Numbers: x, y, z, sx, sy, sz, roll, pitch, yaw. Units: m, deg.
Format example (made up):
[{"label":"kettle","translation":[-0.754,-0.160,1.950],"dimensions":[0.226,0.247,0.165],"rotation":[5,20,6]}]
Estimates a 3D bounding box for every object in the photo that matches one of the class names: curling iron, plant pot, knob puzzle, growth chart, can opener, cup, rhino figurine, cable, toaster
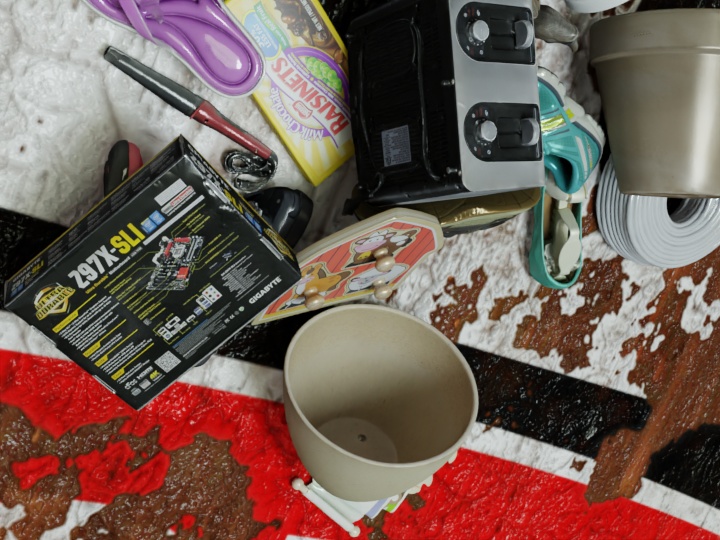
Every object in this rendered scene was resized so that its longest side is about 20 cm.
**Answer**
[{"label":"curling iron","translation":[-0.150,-0.136,0.916],"dimensions":[0.200,0.026,0.050],"rotation":[39,85,-34]},{"label":"plant pot","translation":[0.332,-0.165,1.047],"dimensions":[0.198,0.199,0.176],"rotation":[2,92,-30]},{"label":"knob puzzle","translation":[0.000,0.000,0.971],"dimensions":[0.217,0.031,0.220],"rotation":[-20,162,-7]},{"label":"growth chart","translation":[0.031,0.220,1.170],"dimensions":[0.200,0.018,0.145],"rotation":[-42,124,-8]},{"label":"can opener","translation":[-0.114,0.006,0.973],"dimensions":[0.078,0.063,0.201],"rotation":[31,93,-35]},{"label":"cup","translation":[0.006,0.156,1.045],"dimensions":[0.198,0.201,0.144],"rotation":[-9,140,-26]},{"label":"rhino figurine","translation":[0.142,-0.269,0.980],"dimensions":[0.199,0.087,0.060],"rotation":[29,85,-27]},{"label":"cable","translation":[0.376,-0.097,1.201],"dimensions":[0.199,0.069,0.201],"rotation":[29,94,-35]},{"label":"toaster","translation":[0.071,-0.150,0.909],"dimensions":[0.118,0.199,0.183],"rotation":[-4,90,-32]}]

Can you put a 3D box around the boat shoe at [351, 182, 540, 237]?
[{"label":"boat shoe","translation":[0.085,-0.063,1.031],"dimensions":[0.197,0.074,0.065],"rotation":[-3,152,-12]}]

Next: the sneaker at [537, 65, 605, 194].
[{"label":"sneaker","translation":[0.177,-0.151,1.028],"dimensions":[0.199,0.077,0.080],"rotation":[33,76,-29]}]

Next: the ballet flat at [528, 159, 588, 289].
[{"label":"ballet flat","translation":[0.227,-0.071,1.128],"dimensions":[0.067,0.070,0.202],"rotation":[-12,115,-22]}]

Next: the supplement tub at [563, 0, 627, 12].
[{"label":"supplement tub","translation":[0.203,-0.361,0.951],"dimensions":[0.145,0.144,0.200],"rotation":[-46,124,-5]}]

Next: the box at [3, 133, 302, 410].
[{"label":"box","translation":[-0.173,0.007,0.861],"dimensions":[0.199,0.049,0.160],"rotation":[-39,122,8]}]

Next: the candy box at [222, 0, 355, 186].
[{"label":"candy box","translation":[-0.058,-0.185,0.949],"dimensions":[0.102,0.026,0.201],"rotation":[-39,123,-6]}]

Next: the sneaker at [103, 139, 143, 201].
[{"label":"sneaker","translation":[-0.181,-0.028,0.910],"dimensions":[0.086,0.074,0.202],"rotation":[-9,123,-11]}]

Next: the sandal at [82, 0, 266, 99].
[{"label":"sandal","translation":[-0.158,-0.219,0.845],"dimensions":[0.202,0.050,0.083],"rotation":[33,100,-24]}]
